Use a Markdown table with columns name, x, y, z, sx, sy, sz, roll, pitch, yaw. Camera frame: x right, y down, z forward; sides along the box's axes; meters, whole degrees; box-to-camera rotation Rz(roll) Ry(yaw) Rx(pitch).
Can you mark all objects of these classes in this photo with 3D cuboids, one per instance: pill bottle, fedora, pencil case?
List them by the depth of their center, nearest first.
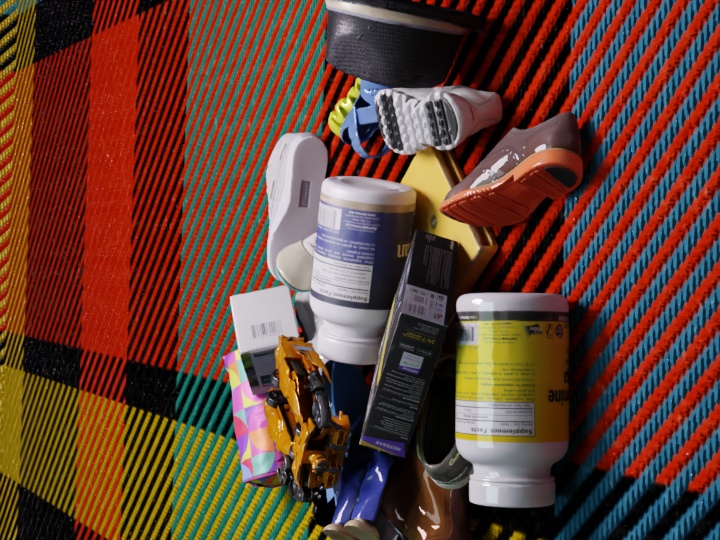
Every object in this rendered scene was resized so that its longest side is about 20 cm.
| name | x | y | z | sx | sy | sz | roll | pitch | yaw |
| --- | --- | --- | --- | --- | --- | --- | --- | --- | --- |
| pill bottle | 0.148 | 0.125 | 1.272 | 0.112 | 0.111 | 0.203 | -4 | 85 | 61 |
| fedora | 0.033 | -0.249 | 1.415 | 0.200 | 0.198 | 0.093 | 31 | 114 | 57 |
| pill bottle | 0.000 | 0.000 | 1.495 | 0.111 | 0.110 | 0.203 | 26 | 113 | 58 |
| pencil case | -0.139 | 0.202 | 1.819 | 0.088 | 0.087 | 0.202 | -45 | 50 | 50 |

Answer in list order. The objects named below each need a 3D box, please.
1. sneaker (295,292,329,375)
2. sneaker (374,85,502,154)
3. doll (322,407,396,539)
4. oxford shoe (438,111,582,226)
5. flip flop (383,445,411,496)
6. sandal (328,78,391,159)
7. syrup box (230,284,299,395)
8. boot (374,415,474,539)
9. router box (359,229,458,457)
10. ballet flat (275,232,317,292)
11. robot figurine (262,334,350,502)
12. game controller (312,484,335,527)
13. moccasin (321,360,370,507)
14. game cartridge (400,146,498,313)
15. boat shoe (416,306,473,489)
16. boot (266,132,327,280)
| name | x | y | z | sx | sy | sz | roll | pitch | yaw |
| --- | --- | --- | --- | --- | --- | --- | --- | --- | --- |
| sneaker | -0.026 | 0.069 | 1.653 | 0.099 | 0.075 | 0.201 | -33 | 31 | 8 |
| sneaker | 0.083 | -0.172 | 1.447 | 0.199 | 0.080 | 0.076 | 17 | 123 | 59 |
| doll | 0.011 | 0.199 | 1.432 | 0.136 | 0.048 | 0.202 | -21 | 42 | 49 |
| oxford shoe | 0.155 | -0.099 | 1.332 | 0.199 | 0.071 | 0.073 | -23 | 50 | 49 |
| flip flop | 0.053 | 0.293 | 1.485 | 0.057 | 0.081 | 0.203 | -3 | 84 | 27 |
| sandal | 0.027 | -0.210 | 1.560 | 0.201 | 0.078 | 0.088 | 112 | 142 | -46 |
| syrup box | -0.118 | 0.095 | 1.707 | 0.200 | 0.078 | 0.082 | 89 | 169 | -69 |
| boot | 0.116 | 0.232 | 1.389 | 0.187 | 0.068 | 0.202 | 28 | 96 | 44 |
| router box | 0.053 | 0.071 | 1.358 | 0.201 | 0.052 | 0.159 | -75 | 1 | -63 |
| ballet flat | -0.045 | -0.021 | 1.590 | 0.068 | 0.200 | 0.071 | 2 | 98 | 17 |
| robot figurine | -0.061 | 0.162 | 1.450 | 0.200 | 0.057 | 0.147 | -123 | 42 | -57 |
| game controller | -0.015 | 0.239 | 1.633 | 0.200 | 0.042 | 0.105 | -53 | 44 | 45 |
| moccasin | -0.025 | 0.204 | 1.528 | 0.068 | 0.080 | 0.203 | -22 | 68 | 43 |
| game cartridge | 0.076 | -0.021 | 1.500 | 0.201 | 0.032 | 0.178 | -62 | 38 | 42 |
| boat shoe | 0.102 | 0.121 | 1.355 | 0.071 | 0.060 | 0.204 | 2 | 69 | 24 |
| boot | -0.095 | -0.089 | 1.784 | 0.095 | 0.073 | 0.203 | 20 | 98 | 66 |
